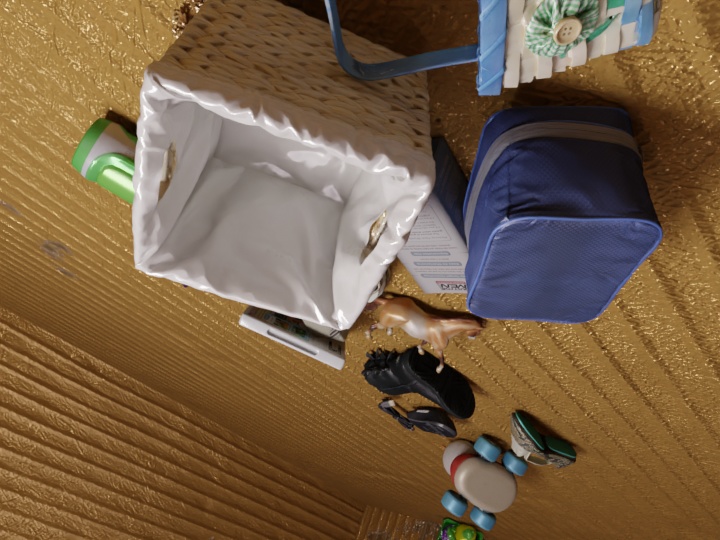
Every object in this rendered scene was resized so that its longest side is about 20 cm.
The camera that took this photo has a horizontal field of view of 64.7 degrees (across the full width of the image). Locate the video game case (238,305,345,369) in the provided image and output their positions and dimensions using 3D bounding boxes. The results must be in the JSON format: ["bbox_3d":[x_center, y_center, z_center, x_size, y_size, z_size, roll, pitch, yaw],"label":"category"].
[{"bbox_3d":[-0.111,0.100,0.993,0.180,0.024,0.200,25,-174,-5],"label":"video game case"}]

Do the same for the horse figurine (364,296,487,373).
[{"bbox_3d":[0.082,0.088,0.898,0.198,0.050,0.133,26,141,6],"label":"horse figurine"}]

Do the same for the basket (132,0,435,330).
[{"bbox_3d":[-0.059,-0.085,0.464,0.198,0.162,0.199,18,139,-9],"label":"basket"}]

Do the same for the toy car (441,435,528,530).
[{"bbox_3d":[0.277,0.491,1.413,0.176,0.186,0.200,31,-179,-19],"label":"toy car"}]

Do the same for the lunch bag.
[{"bbox_3d":[0.166,-0.046,0.514,0.134,0.134,0.201,4,151,1],"label":"lunch bag"}]

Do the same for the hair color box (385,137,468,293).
[{"bbox_3d":[0.082,-0.051,0.642,0.098,0.061,0.200,0,145,37],"label":"hair color box"}]

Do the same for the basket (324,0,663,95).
[{"bbox_3d":[0.064,-0.192,0.311,0.197,0.141,0.177,1,149,17],"label":"basket"}]

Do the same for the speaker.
[{"bbox_3d":[-0.275,-0.117,0.766,0.199,0.089,0.088,32,151,-19],"label":"speaker"}]

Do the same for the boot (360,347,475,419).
[{"bbox_3d":[0.107,0.222,1.106,0.198,0.074,0.162,40,147,-17],"label":"boot"}]

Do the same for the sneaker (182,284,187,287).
[{"bbox_3d":[-0.203,0.002,0.921,0.198,0.088,0.075,0,146,37],"label":"sneaker"}]

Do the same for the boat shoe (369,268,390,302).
[{"bbox_3d":[0.000,0.000,0.786,0.074,0.069,0.201,16,153,11],"label":"boat shoe"}]

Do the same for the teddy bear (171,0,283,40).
[{"bbox_3d":[-0.105,-0.205,0.515,0.143,0.067,0.201,0,140,20],"label":"teddy bear"}]

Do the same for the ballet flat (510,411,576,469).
[{"bbox_3d":[0.356,0.358,1.157,0.199,0.068,0.075,33,114,-25],"label":"ballet flat"}]

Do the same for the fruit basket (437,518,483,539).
[{"bbox_3d":[0.464,1.233,2.612,0.213,0.157,0.216,23,171,4],"label":"fruit basket"}]

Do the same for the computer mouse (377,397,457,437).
[{"bbox_3d":[0.131,0.330,1.323,0.140,0.046,0.199,40,154,-21],"label":"computer mouse"}]

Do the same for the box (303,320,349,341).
[{"bbox_3d":[-0.062,0.027,0.871,0.067,0.083,0.201,11,152,20],"label":"box"}]
